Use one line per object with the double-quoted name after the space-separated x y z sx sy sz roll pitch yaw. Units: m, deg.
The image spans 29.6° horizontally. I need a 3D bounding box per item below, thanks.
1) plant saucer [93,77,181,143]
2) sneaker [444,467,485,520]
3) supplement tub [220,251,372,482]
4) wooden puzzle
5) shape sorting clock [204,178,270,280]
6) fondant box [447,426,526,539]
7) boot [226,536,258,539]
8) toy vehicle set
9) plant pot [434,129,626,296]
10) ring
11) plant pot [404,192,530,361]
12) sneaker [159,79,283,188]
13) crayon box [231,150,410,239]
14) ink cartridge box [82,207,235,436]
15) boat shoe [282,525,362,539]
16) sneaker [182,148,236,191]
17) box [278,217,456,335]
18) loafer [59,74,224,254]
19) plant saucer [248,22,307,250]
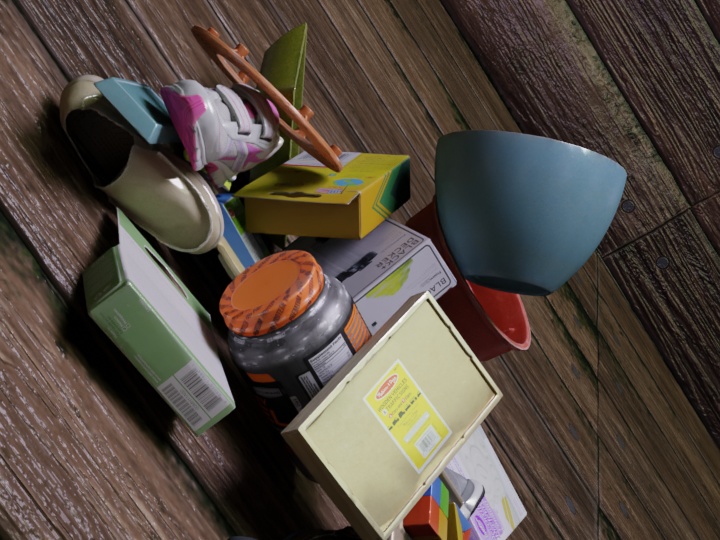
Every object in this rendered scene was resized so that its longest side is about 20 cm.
-0.194 -0.146 1.241 0.070 0.019 0.200 47 3 -4 "plant saucer"
0.046 0.258 1.420 0.115 0.075 0.200 36 32 6 "sneaker"
-0.042 0.089 1.258 0.123 0.122 0.201 -88 153 -59 "supplement tub"
0.065 0.271 1.246 0.186 0.046 0.201 59 34 -52 "wooden puzzle"
-0.120 -0.012 1.384 0.201 0.039 0.200 61 4 -8 "shape sorting clock"
0.120 0.258 1.602 0.145 0.058 0.200 62 20 5 "fondant box"
-0.095 0.267 1.008 0.166 0.065 0.200 61 19 -25 "boot"
0.033 0.125 1.193 0.125 0.026 0.200 54 53 -11 "toy vehicle set"
0.164 -0.049 1.405 0.200 0.199 0.136 25 74 -60 "plant pot"
-0.087 -0.170 1.328 0.200 0.019 0.200 42 -4 4 "ring"
0.059 0.046 1.542 0.201 0.194 0.201 50 20 -26 "plant pot"
-0.122 -0.139 1.257 0.200 0.088 0.082 39 26 -84 "sneaker"
-0.037 -0.075 1.389 0.200 0.126 0.051 -40 131 -64 "crayon box"
-0.177 0.039 1.175 0.146 0.048 0.200 52 1 -24 "ink cartridge box"
-0.004 0.260 1.246 0.200 0.072 0.073 20 44 -62 "boat shoe"
-0.139 -0.148 1.450 0.074 0.081 0.200 39 11 -22 "sneaker"
0.000 0.000 1.406 0.060 0.116 0.200 57 -11 -26 "box"
-0.207 -0.087 1.249 0.200 0.076 0.068 46 22 -11 "loafer"
-0.096 -0.157 1.554 0.200 0.047 0.201 -85 -179 -59 "plant saucer"
